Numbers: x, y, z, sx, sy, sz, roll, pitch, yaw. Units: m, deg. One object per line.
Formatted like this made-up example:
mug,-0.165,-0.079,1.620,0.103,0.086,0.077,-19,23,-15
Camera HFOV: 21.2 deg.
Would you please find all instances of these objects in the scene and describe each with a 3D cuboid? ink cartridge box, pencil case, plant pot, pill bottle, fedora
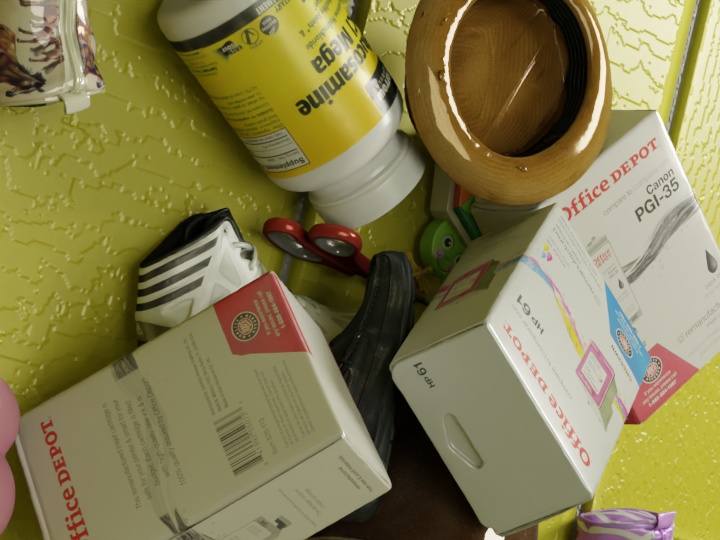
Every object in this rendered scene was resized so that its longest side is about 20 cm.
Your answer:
ink cartridge box,0.115,0.065,1.326,0.145,0.085,0.200,57,31,-12
pencil case,-0.207,-0.200,1.236,0.078,0.089,0.200,-6,97,-35
pencil case,0.216,0.290,1.556,0.084,0.085,0.200,-6,94,-33
plant pot,0.056,0.160,1.397,0.187,0.187,0.200,43,52,-28
pill bottle,-0.042,-0.129,1.339,0.112,0.112,0.200,-48,117,-24
fedora,0.094,-0.139,1.401,0.200,0.082,0.201,5,81,-35
ink cartridge box,0.193,-0.005,1.479,0.146,0.083,0.200,-39,113,-26
ink cartridge box,-0.104,0.117,1.228,0.200,0.147,0.083,-30,141,6

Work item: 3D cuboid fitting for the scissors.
scissors,0.000,0.000,1.428,0.200,0.073,0.014,35,60,-56

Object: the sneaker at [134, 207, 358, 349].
sneaker,-0.065,0.013,1.352,0.200,0.076,0.115,-3,96,-32

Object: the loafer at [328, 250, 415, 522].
loafer,-0.006,0.072,1.307,0.070,0.068,0.201,12,62,-1

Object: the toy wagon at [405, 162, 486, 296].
toy wagon,0.111,-0.053,1.494,0.200,0.040,0.155,-44,115,-25

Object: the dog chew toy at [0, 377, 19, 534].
dog chew toy,-0.271,0.146,1.192,0.125,0.124,0.200,30,68,-32
